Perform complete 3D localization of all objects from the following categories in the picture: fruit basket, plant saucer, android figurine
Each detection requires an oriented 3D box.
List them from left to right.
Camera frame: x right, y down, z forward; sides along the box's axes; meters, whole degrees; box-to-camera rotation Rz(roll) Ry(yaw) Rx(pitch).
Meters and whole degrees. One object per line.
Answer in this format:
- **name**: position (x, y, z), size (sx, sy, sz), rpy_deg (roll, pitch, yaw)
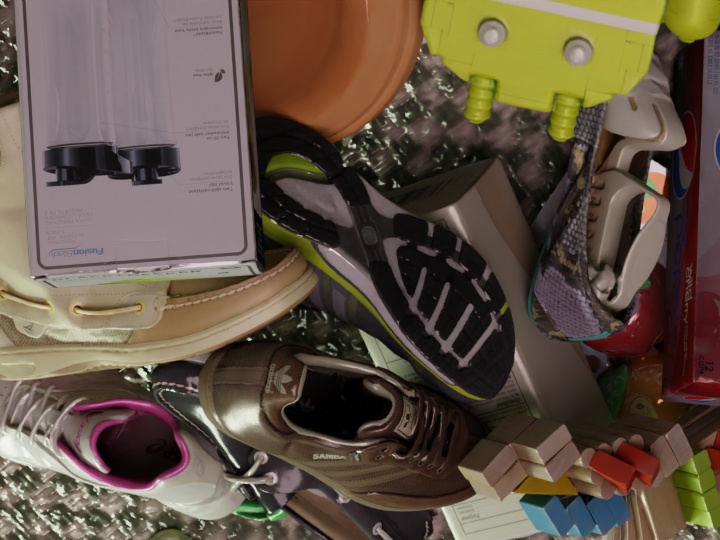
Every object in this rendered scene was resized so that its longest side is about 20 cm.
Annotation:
- **plant saucer**: position (-0.063, -0.150, 1.471), size (0.199, 0.037, 0.201), rpy_deg (9, 119, 17)
- **android figurine**: position (0.099, -0.164, 1.405), size (0.181, 0.041, 0.201), rpy_deg (14, 114, 3)
- **fruit basket**: position (0.173, 0.041, 1.606), size (0.199, 0.094, 0.186), rpy_deg (28, 113, -14)

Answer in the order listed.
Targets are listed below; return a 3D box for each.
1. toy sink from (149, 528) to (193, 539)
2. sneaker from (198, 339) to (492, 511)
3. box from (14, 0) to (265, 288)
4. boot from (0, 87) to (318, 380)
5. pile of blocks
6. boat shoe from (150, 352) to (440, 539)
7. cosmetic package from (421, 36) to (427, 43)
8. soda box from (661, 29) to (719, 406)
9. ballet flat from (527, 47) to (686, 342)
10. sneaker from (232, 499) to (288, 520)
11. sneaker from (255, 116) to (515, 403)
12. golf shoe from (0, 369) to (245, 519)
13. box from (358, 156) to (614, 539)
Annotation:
- **toy sink**: position (-0.083, 0.278, 1.694), size (0.200, 0.112, 0.130), rpy_deg (38, 108, -22)
- **sneaker**: position (0.009, 0.087, 1.458), size (0.199, 0.075, 0.071), rpy_deg (17, 78, -37)
- **box**: position (-0.113, -0.094, 1.390), size (0.116, 0.060, 0.201), rpy_deg (-5, 84, 1)
- **boot**: position (-0.130, -0.031, 1.453), size (0.199, 0.073, 0.156), rpy_deg (-10, 105, 29)
- **pile of blocks**: position (0.151, 0.118, 1.511), size (0.199, 0.062, 0.083), rpy_deg (-2, 97, -33)
- **boat shoe**: position (-0.039, 0.107, 1.514), size (0.200, 0.074, 0.061), rpy_deg (35, 67, -32)
- **cosmetic package**: position (0.056, -0.226, 1.465), size (0.101, 0.074, 0.201), rpy_deg (-2, 119, -4)
- **soda box**: position (0.208, -0.028, 1.525), size (0.063, 0.070, 0.201), rpy_deg (5, 79, -8)
- **ballet flat**: position (0.146, -0.057, 1.523), size (0.072, 0.072, 0.201), rpy_deg (11, 87, -11)
- **sneaker**: position (-0.029, 0.118, 1.631), size (0.199, 0.084, 0.074), rpy_deg (-4, 118, -4)
- **sneaker**: position (0.000, 0.000, 1.497), size (0.200, 0.074, 0.081), rpy_deg (42, 150, -4)
- **golf shoe**: position (-0.158, 0.084, 1.565), size (0.199, 0.091, 0.076), rpy_deg (14, 86, 20)
- **box**: position (0.068, 0.049, 1.567), size (0.095, 0.078, 0.201), rpy_deg (-16, 106, 29)
